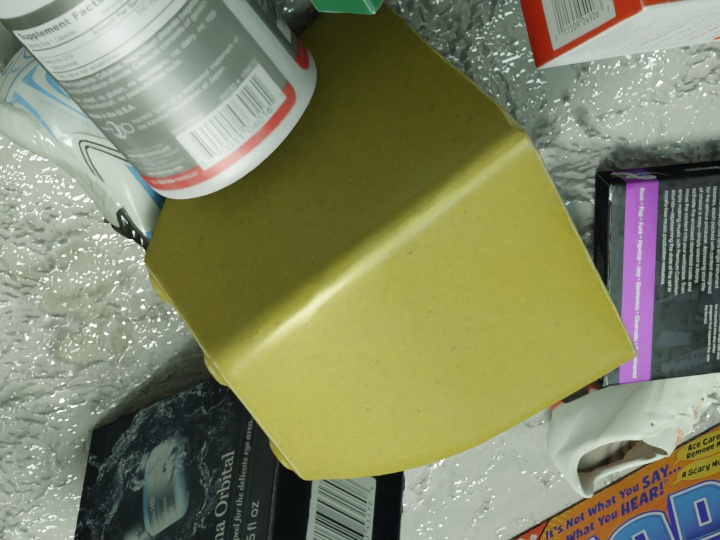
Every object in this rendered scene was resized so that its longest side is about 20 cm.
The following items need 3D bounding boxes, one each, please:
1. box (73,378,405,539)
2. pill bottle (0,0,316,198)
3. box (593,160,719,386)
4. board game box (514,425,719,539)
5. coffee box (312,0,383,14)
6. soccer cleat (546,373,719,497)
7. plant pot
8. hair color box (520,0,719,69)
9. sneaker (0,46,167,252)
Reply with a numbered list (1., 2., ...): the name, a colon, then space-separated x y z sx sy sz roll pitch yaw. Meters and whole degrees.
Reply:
1. box: -0.082 0.181 1.136 0.200 0.197 0.117 -25 137 37
2. pill bottle: -0.122 -0.142 0.921 0.114 0.114 0.200 -32 121 14
3. box: 0.252 -0.003 1.189 0.199 0.036 0.144 -5 111 -10
4. board game box: 0.262 0.284 1.365 0.200 0.200 0.200 -31 132 12
5. coffee box: -0.025 -0.235 0.874 0.044 0.123 0.200 7 148 37
6. soccer cleat: 0.221 0.088 1.261 0.200 0.078 0.069 -36 131 16
7. plant pot: 0.000 0.000 1.003 0.200 0.196 0.194 -37 133 -4
8. hair color box: 0.193 -0.158 0.917 0.199 0.064 0.111 -10 175 -24
9. sneaker: -0.133 -0.062 1.034 0.073 0.072 0.200 -53 139 -8
